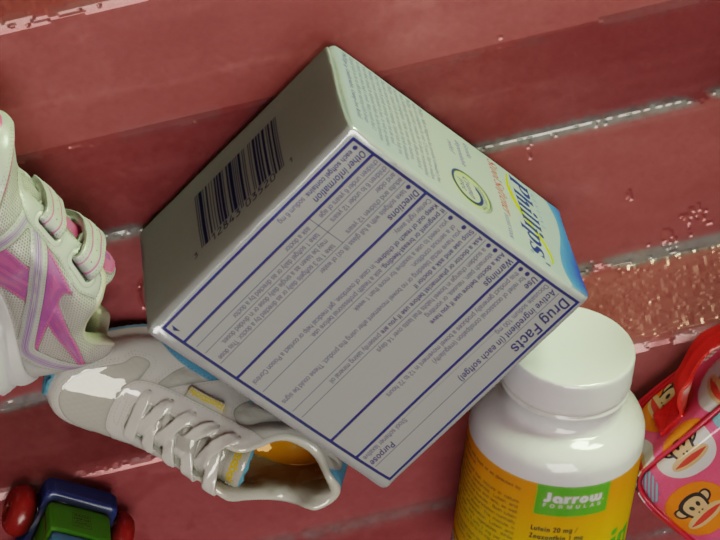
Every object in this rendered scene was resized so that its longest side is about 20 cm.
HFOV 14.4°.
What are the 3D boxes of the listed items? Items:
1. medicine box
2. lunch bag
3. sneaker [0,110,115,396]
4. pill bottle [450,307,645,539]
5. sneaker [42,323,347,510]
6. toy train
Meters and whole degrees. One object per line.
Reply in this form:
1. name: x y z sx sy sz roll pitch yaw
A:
1. medicine box: 0.000 0.000 1.710 0.200 0.103 0.182 35 113 -27
2. lunch bag: 0.270 0.096 1.827 0.200 0.082 0.176 -40 120 19
3. sneaker: -0.193 -0.017 1.692 0.088 0.081 0.200 -10 133 -3
4. pill bottle: 0.120 0.125 1.802 0.111 0.111 0.200 0 127 -8
5. sneaker: -0.100 0.093 1.773 0.200 0.081 0.077 14 122 -15
6. toy train: -0.214 0.243 1.836 0.085 0.116 0.200 18 120 -18
